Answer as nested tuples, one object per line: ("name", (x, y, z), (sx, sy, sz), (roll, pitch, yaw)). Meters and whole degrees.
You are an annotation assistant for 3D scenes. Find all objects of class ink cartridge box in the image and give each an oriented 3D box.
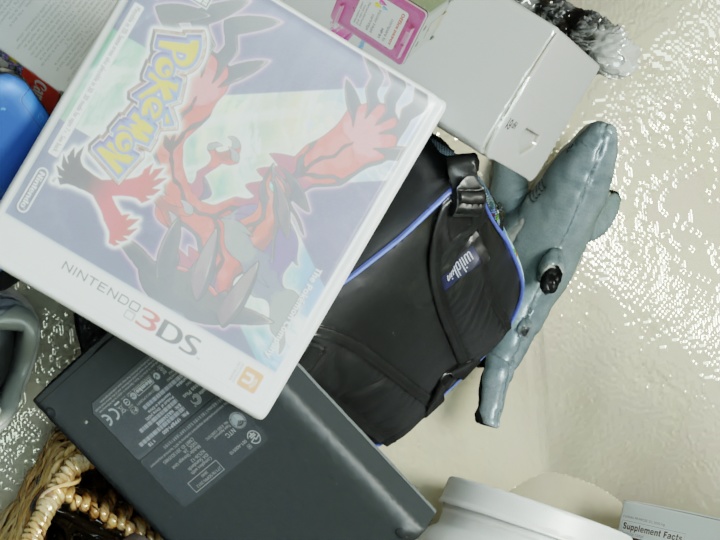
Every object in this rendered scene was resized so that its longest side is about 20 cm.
("ink cartridge box", (-0.176, -0.155, 1.506), (0.200, 0.050, 0.109), (36, 68, 1))
("ink cartridge box", (0.028, -0.144, 1.459), (0.200, 0.144, 0.085), (35, 96, 14))

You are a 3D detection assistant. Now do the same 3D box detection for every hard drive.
("hard drive", (-0.073, 0.105, 1.425), (0.200, 0.033, 0.139), (47, 122, -5))

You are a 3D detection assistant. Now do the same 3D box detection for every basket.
("basket", (-0.111, 0.186, 1.494), (0.200, 0.149, 0.143), (31, 96, -14))

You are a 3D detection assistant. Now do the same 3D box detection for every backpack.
("backpack", (0.000, 0.000, 1.525), (0.183, 0.200, 0.147), (-41, 58, -1))

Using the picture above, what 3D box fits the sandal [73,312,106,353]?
("sandal", (-0.144, 0.039, 1.556), (0.075, 0.048, 0.201), (4, 102, -14))

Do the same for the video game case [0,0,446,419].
("video game case", (-0.080, -0.050, 1.358), (0.182, 0.023, 0.201), (30, 89, -5))

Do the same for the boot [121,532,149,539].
("boot", (-0.116, 0.250, 1.406), (0.200, 0.070, 0.146), (41, 68, -8))

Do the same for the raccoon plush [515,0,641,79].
("raccoon plush", (0.056, -0.141, 1.551), (0.134, 0.200, 0.097), (-43, 128, -14))

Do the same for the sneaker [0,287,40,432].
("sneaker", (-0.251, 0.097, 1.489), (0.078, 0.099, 0.201), (28, 82, -15))

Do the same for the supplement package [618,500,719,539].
("supplement package", (0.262, 0.266, 1.602), (0.191, 0.147, 0.201), (14, 86, -33))

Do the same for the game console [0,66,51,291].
("game console", (-0.248, -0.025, 1.430), (0.200, 0.118, 0.171), (-33, 127, -1))

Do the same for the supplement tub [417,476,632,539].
("supplement tub", (0.081, 0.242, 1.571), (0.140, 0.140, 0.201), (21, 84, -16))

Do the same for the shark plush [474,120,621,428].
("shark plush", (0.105, -0.003, 1.609), (0.091, 0.083, 0.200), (35, 80, -14))
